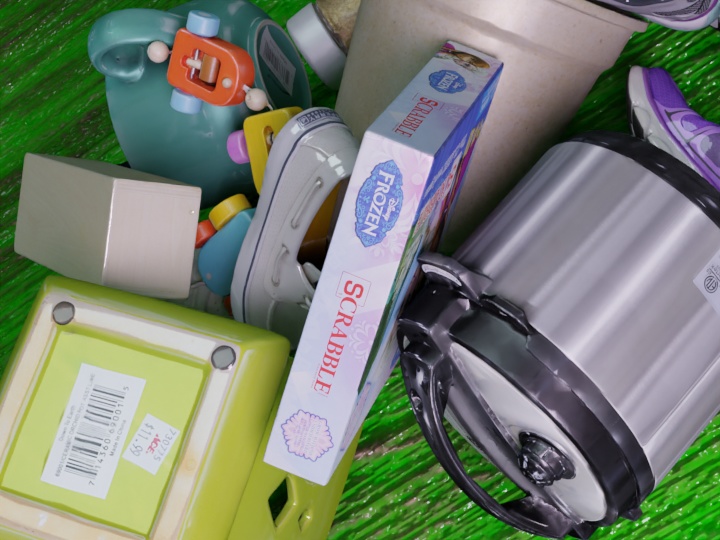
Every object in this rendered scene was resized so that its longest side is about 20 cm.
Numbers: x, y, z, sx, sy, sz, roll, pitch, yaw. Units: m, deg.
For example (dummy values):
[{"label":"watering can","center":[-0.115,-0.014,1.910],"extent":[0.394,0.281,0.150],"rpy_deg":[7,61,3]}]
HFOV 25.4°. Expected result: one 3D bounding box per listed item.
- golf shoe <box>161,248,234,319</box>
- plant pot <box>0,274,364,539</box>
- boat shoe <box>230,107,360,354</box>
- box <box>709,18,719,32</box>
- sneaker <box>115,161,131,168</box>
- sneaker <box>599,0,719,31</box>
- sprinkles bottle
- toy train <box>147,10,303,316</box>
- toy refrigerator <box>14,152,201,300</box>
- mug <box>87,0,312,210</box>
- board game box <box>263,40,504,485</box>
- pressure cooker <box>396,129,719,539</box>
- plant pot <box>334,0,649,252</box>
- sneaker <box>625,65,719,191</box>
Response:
[{"label":"golf shoe","center":[-0.113,0.058,1.148],"extent":[0.091,0.075,0.202],"rpy_deg":[-17,52,22]},{"label":"plant pot","center":[-0.130,0.120,0.987],"extent":[0.197,0.182,0.202],"rpy_deg":[14,74,18]},{"label":"boat shoe","center":[-0.031,-0.006,1.021],"extent":[0.070,0.201,0.070],"rpy_deg":[-14,49,-33]},{"label":"box","center":[0.214,-0.253,1.082],"extent":[0.199,0.060,0.117],"rpy_deg":[35,81,20]},{"label":"sneaker","center":[-0.177,-0.024,1.248],"extent":[0.083,0.072,0.201],"rpy_deg":[-37,44,17]},{"label":"sneaker","center":[0.132,-0.217,0.989],"extent":[0.199,0.140,0.079],"rpy_deg":[28,104,21]},{"label":"sprinkles bottle","center":[0.038,-0.224,1.242],"extent":[0.199,0.068,0.069],"rpy_deg":[-36,45,10]},{"label":"toy train","center":[-0.089,-0.073,1.123],"extent":[0.149,0.055,0.202],"rpy_deg":[21,110,29]},{"label":"toy refrigerator","center":[-0.178,-0.034,1.112],"extent":[0.199,0.069,0.077],"rpy_deg":[16,100,60]},{"label":"mug","center":[-0.112,-0.130,1.206],"extent":[0.113,0.185,0.154],"rpy_deg":[-17,94,22]},{"label":"board game box","center":[0.017,-0.011,0.910],"extent":[0.041,0.201,0.200],"rpy_deg":[21,26,7]},{"label":"pressure cooker","center":[0.116,0.043,0.895],"extent":[0.175,0.179,0.200],"rpy_deg":[39,74,15]},{"label":"plant pot","center":[0.063,-0.117,1.057],"extent":[0.200,0.199,0.185],"rpy_deg":[37,110,46]},{"label":"sneaker","center":[0.228,-0.057,0.991],"extent":[0.083,0.081,0.201],"rpy_deg":[-26,52,-4]}]
